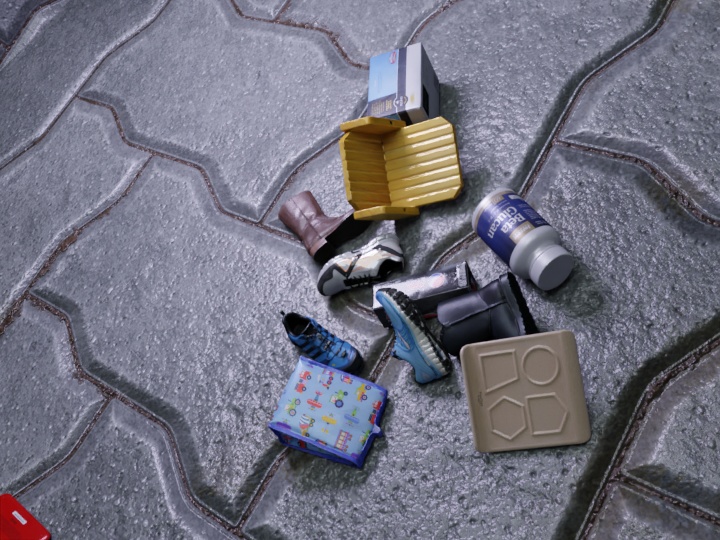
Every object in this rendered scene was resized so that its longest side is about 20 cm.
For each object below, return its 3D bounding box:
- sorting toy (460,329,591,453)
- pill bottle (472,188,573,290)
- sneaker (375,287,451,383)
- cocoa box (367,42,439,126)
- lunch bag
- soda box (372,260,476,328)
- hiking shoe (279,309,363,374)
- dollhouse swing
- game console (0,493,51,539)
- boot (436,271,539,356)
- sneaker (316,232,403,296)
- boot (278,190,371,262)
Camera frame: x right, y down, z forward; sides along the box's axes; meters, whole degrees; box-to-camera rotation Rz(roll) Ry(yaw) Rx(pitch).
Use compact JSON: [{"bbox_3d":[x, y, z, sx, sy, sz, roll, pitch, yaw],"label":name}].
[{"bbox_3d":[0.279,0.206,1.438,0.197,0.036,0.189,-10,85,19],"label":"sorting toy"},{"bbox_3d":[0.306,-0.056,1.588,0.111,0.111,0.201,-38,50,-1],"label":"pill bottle"},{"bbox_3d":[0.081,0.123,1.571,0.089,0.078,0.202,-36,81,21],"label":"sneaker"},{"bbox_3d":[0.098,-0.382,1.900,0.129,0.134,0.203,-11,54,21],"label":"cocoa box"},{"bbox_3d":[-0.048,0.269,1.583,0.197,0.095,0.152,14,63,24],"label":"lunch bag"},{"bbox_3d":[0.124,0.048,1.639,0.197,0.071,0.064,-14,48,18],"label":"soda box"},{"bbox_3d":[-0.083,0.146,1.673,0.198,0.087,0.075,22,71,36],"label":"hiking shoe"},{"bbox_3d":[0.085,-0.219,1.735,0.174,0.180,0.204,-12,83,42],"label":"dollhouse swing"},{"bbox_3d":[-0.755,0.597,1.771,0.198,0.121,0.171,23,40,36],"label":"game console"},{"bbox_3d":[0.234,0.123,1.535,0.167,0.076,0.203,-29,68,27],"label":"boot"},{"bbox_3d":[0.000,0.000,1.738,0.198,0.074,0.081,-30,52,7],"label":"sneaker"},{"bbox_3d":[-0.079,-0.133,1.881,0.185,0.064,0.200,-38,45,-3],"label":"boot"}]
